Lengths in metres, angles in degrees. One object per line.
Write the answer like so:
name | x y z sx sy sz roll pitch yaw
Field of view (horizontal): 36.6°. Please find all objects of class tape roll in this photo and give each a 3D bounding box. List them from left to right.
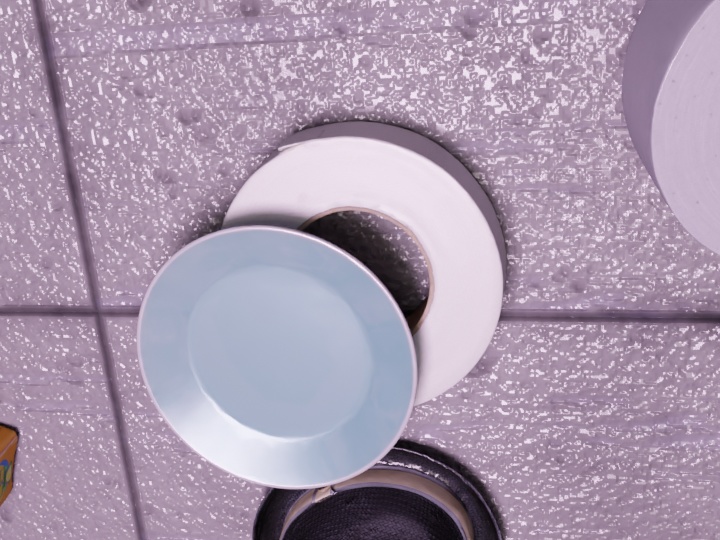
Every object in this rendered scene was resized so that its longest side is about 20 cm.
tape roll | 0.000 0.000 0.741 0.200 0.037 0.205 5 114 11
tape roll | 0.249 -0.101 0.598 0.197 0.066 0.202 -1 123 -2

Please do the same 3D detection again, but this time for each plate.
plate | -0.056 0.059 0.746 0.197 0.026 0.203 5 116 10

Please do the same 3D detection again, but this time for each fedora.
fedora | 0.006 0.229 0.810 0.198 0.092 0.203 5 115 10

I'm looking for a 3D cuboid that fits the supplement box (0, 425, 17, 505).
supplement box | -0.380 0.139 0.869 0.197 0.069 0.067 17 119 2
